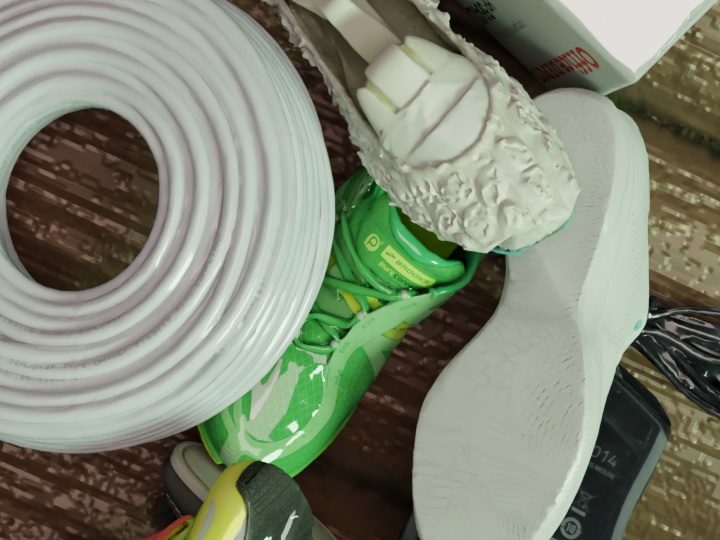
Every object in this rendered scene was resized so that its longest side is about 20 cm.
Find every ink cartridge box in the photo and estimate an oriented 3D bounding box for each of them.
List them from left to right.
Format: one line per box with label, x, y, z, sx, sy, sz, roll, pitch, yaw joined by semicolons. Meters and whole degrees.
ink cartridge box;0.053;-0.164;1.178;0.200;0.146;0.084;44;85;-3

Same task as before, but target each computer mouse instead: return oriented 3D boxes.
computer mouse;0.080;0.089;1.223;0.138;0.053;0.200;34;67;-1

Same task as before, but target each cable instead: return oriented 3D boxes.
cable;-0.112;-0.027;1.176;0.200;0.069;0.200;-2;80;15

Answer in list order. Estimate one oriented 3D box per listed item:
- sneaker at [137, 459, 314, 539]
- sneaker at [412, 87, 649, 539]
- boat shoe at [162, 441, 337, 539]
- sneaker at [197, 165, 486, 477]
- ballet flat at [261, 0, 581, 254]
sneaker;-0.090;0.137;1.164;0.090;0.078;0.200;40;128;10
sneaker;0.083;0.032;1.181;0.075;0.088;0.200;15;86;28
boat shoe;-0.012;0.152;1.212;0.200;0.067;0.057;38;106;-1
sneaker;0.000;0.000;1.202;0.074;0.084;0.200;37;84;-2
ballet flat;0.009;-0.081;1.165;0.072;0.072;0.200;-36;53;-4
